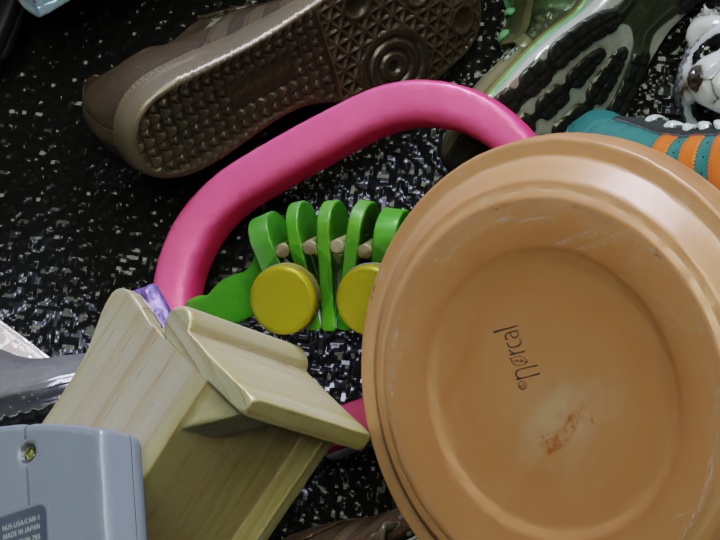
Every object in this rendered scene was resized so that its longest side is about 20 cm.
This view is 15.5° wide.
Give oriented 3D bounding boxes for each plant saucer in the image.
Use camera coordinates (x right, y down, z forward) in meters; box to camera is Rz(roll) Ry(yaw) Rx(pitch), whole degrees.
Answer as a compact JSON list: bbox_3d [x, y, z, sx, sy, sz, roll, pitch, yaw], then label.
[{"bbox_3d":[0.082,0.047,1.045,0.199,0.032,0.202,5,99,34],"label":"plant saucer"}]

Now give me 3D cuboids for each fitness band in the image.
[{"bbox_3d":[0.000,0.000,1.193,0.199,0.037,0.144,-28,80,11],"label":"fitness band"}]

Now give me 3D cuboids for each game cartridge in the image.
[{"bbox_3d":[-0.165,0.137,1.084,0.199,0.041,0.134,-20,61,33],"label":"game cartridge"}]

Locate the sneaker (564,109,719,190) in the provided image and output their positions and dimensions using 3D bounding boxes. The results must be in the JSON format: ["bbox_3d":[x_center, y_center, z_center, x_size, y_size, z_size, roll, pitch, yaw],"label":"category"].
[{"bbox_3d":[0.167,-0.035,1.163,0.080,0.071,0.200,-56,42,5],"label":"sneaker"}]

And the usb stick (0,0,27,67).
[{"bbox_3d":[-0.165,-0.187,1.289,0.055,0.033,0.201,15,71,13],"label":"usb stick"}]

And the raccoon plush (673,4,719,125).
[{"bbox_3d":[0.237,-0.064,1.237,0.199,0.134,0.097,29,75,-32],"label":"raccoon plush"}]

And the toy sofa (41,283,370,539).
[{"bbox_3d":[-0.096,0.111,1.114,0.098,0.083,0.201,42,103,39],"label":"toy sofa"}]

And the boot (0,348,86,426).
[{"bbox_3d":[-0.188,0.025,1.167,0.199,0.070,0.132,-11,64,-9],"label":"boot"}]

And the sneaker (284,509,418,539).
[{"bbox_3d":[0.014,0.128,1.146,0.199,0.076,0.071,-21,71,-8],"label":"sneaker"}]

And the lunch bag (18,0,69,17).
[{"bbox_3d":[-0.116,-0.247,1.220,0.199,0.127,0.170,-28,61,-8],"label":"lunch bag"}]

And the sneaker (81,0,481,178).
[{"bbox_3d":[-0.039,-0.108,1.241,0.199,0.071,0.075,-22,33,-25],"label":"sneaker"}]

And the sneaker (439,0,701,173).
[{"bbox_3d":[0.096,-0.123,1.262,0.088,0.077,0.200,28,71,42],"label":"sneaker"}]

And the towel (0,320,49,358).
[{"bbox_3d":[-0.224,0.100,1.187,0.191,0.032,0.200,35,74,12],"label":"towel"}]

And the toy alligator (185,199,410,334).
[{"bbox_3d":[0.019,-0.003,1.134,0.199,0.059,0.055,0,99,17],"label":"toy alligator"}]
